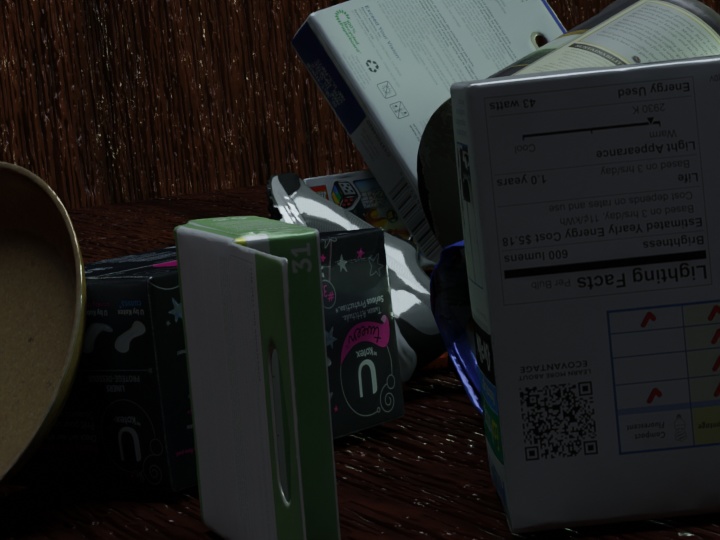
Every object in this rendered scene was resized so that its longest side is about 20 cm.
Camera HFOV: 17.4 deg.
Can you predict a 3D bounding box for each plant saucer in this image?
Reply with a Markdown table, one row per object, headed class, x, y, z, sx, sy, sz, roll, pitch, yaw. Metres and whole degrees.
| class | x | y | z | sx | sy | sz | roll | pitch | yaw |
| --- | --- | --- | --- | --- | --- | --- | --- | --- | --- |
| plant saucer | -0.207 | 0.043 | 1.209 | 0.199 | 0.201 | 0.035 | -1 | -20 | 39 |

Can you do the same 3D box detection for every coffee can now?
| class | x | y | z | sx | sy | sz | roll | pitch | yaw |
| --- | --- | --- | --- | --- | --- | --- | --- | --- | --- |
| coffee can | 0.152 | -0.083 | 1.520 | 0.146 | 0.147 | 0.200 | 0 | 22 | 40 |

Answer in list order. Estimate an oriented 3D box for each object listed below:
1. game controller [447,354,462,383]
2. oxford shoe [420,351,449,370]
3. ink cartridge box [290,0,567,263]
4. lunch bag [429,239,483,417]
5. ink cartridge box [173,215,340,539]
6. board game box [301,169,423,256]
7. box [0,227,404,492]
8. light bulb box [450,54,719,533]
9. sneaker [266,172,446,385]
| class | x | y | z | sx | sy | sz | roll | pitch | yaw |
| --- | --- | --- | --- | --- | --- | --- | --- | --- | --- |
| game controller | 0.155 | 0.044 | 1.430 | 0.199 | 0.042 | 0.104 | -4 | 6 | 24 |
| oxford shoe | 0.064 | 0.023 | 1.549 | 0.199 | 0.073 | 0.071 | -8 | 8 | -20 |
| ink cartridge box | 0.078 | -0.115 | 1.631 | 0.199 | 0.200 | 0.041 | -23 | -14 | -37 |
| lunch bag | 0.145 | 0.024 | 1.264 | 0.169 | 0.125 | 0.200 | -9 | 14 | -18 |
| ink cartridge box | -0.034 | 0.055 | 1.018 | 0.048 | 0.147 | 0.200 | -6 | 6 | -18 |
| board game box | 0.049 | -0.011 | 1.626 | 0.199 | 0.127 | 0.035 | -10 | -4 | -32 |
| box | -0.089 | 0.047 | 1.290 | 0.132 | 0.116 | 0.199 | -3 | 6 | 38 |
| light bulb box | 0.148 | 0.003 | 1.073 | 0.197 | 0.201 | 0.125 | -6 | 5 | 0 |
| sneaker | 0.000 | 0.000 | 1.496 | 0.079 | 0.074 | 0.200 | -26 | 45 | -15 |
